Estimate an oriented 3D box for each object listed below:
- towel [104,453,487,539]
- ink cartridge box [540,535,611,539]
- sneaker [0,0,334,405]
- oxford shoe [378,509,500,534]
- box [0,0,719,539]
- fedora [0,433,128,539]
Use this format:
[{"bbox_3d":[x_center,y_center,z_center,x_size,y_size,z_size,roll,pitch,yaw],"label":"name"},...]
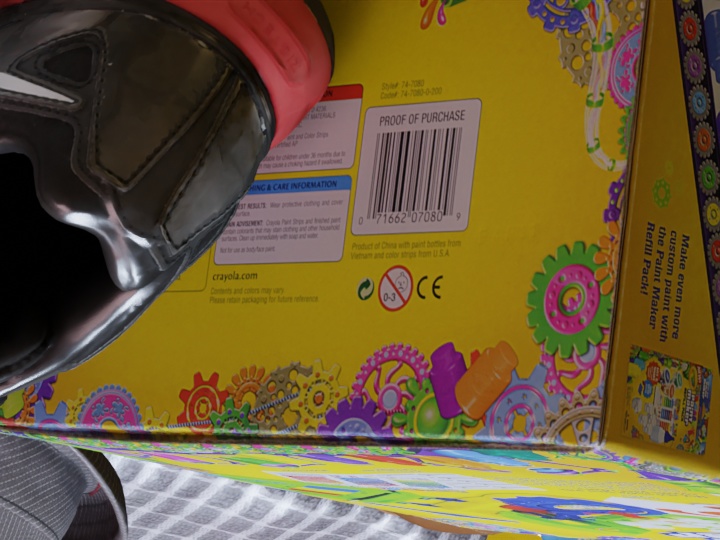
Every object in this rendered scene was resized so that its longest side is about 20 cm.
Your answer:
[{"bbox_3d":[-0.071,0.084,0.952,0.165,0.086,0.200,19,144,-33],"label":"towel"},{"bbox_3d":[0.158,0.109,0.877,0.145,0.084,0.200,10,149,30],"label":"ink cartridge box"},{"bbox_3d":[-0.099,-0.014,0.612,0.200,0.098,0.071,-15,129,39],"label":"sneaker"},{"bbox_3d":[0.000,0.000,0.820,0.071,0.071,0.200,24,151,54],"label":"oxford shoe"},{"bbox_3d":[0.045,-0.002,0.674,0.200,0.122,0.192,-1,167,42],"label":"box"},{"bbox_3d":[-0.161,0.070,0.777,0.176,0.091,0.200,9,159,23],"label":"fedora"}]
